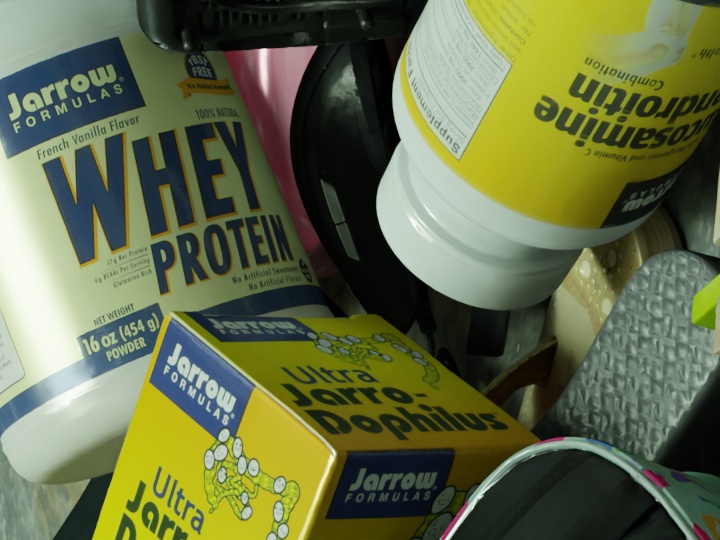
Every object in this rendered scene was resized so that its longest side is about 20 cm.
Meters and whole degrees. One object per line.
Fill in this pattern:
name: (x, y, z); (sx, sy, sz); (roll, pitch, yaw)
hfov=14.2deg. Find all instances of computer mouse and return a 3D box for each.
computer mouse: (0.000, 0.000, 1.187); (0.141, 0.046, 0.201); (-78, -24, -65)

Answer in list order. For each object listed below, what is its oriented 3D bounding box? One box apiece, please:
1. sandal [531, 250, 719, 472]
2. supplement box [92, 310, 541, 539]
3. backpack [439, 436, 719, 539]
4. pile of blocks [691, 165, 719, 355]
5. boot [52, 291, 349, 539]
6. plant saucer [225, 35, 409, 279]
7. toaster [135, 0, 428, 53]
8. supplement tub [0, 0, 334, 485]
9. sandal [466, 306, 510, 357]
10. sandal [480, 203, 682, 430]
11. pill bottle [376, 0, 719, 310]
sandal: (0.089, 0.083, 1.088); (0.200, 0.043, 0.076); (-52, 51, 22)
supplement box: (-0.032, 0.127, 1.084); (0.109, 0.108, 0.201); (36, 115, 41)
backpack: (0.080, 0.164, 0.967); (0.201, 0.150, 0.178); (-60, 39, 19)
pile of blocks: (0.151, 0.051, 0.961); (0.062, 0.082, 0.201); (-49, 52, 56)
boot: (-0.101, 0.043, 1.275); (0.168, 0.200, 0.076); (52, 177, 9)
plant saucer: (-0.019, -0.097, 1.327); (0.200, 0.050, 0.202); (-155, 62, -61)
toaster: (-0.003, -0.174, 1.093); (0.201, 0.179, 0.119); (88, 174, -54)
supplement tub: (-0.107, -0.029, 1.174); (0.145, 0.144, 0.201); (-38, 73, 60)
sandal: (0.036, -0.059, 1.199); (0.076, 0.043, 0.202); (80, -177, -74)
sandal: (0.064, 0.061, 1.159); (0.078, 0.069, 0.213); (58, 144, 43)
pill bottle: (0.078, -0.080, 1.042); (0.200, 0.111, 0.112); (-62, 41, 43)
